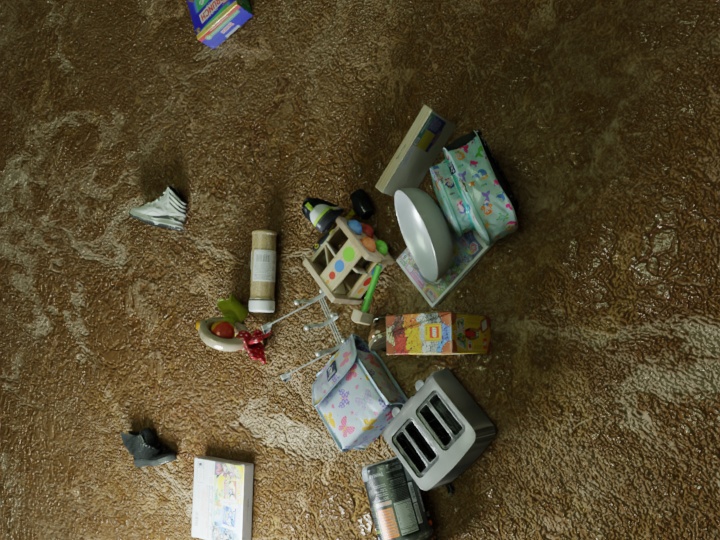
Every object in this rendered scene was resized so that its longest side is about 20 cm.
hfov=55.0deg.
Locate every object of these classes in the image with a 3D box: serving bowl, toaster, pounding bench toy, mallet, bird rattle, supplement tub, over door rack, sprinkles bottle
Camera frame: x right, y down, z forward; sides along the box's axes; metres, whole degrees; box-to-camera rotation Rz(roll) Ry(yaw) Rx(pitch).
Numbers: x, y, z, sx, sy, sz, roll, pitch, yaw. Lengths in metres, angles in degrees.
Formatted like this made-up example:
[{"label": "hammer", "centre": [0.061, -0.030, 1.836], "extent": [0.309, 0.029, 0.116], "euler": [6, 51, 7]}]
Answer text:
[{"label": "serving bowl", "centre": [0.141, -0.083, 1.435], "extent": [0.064, 0.201, 0.204], "euler": [-22, 69, -9]}, {"label": "toaster", "centre": [0.163, 0.334, 1.421], "extent": [0.182, 0.117, 0.201], "euler": [-50, 62, 19]}, {"label": "pounding bench toy", "centre": [0.000, 0.000, 1.557], "extent": [0.157, 0.123, 0.201], "euler": [-48, 63, 19]}, {"label": "mallet", "centre": [-0.051, -0.118, 1.658], "extent": [0.198, 0.041, 0.067], "euler": [-34, 67, 31]}, {"label": "bird rattle", "centre": [-0.326, 0.166, 1.745], "extent": [0.200, 0.160, 0.115], "euler": [48, 128, 36]}, {"label": "supplement tub", "centre": [0.081, 0.501, 1.455], "extent": [0.120, 0.121, 0.206], "euler": [-24, 73, 28]}, {"label": "over door rack", "centre": [-0.139, 0.153, 1.646], "extent": [0.197, 0.066, 0.151], "euler": [-31, 68, 11]}, {"label": "sprinkles bottle", "centre": [-0.246, 0.002, 1.753], "extent": [0.067, 0.068, 0.207], "euler": [-1, 84, 32]}]

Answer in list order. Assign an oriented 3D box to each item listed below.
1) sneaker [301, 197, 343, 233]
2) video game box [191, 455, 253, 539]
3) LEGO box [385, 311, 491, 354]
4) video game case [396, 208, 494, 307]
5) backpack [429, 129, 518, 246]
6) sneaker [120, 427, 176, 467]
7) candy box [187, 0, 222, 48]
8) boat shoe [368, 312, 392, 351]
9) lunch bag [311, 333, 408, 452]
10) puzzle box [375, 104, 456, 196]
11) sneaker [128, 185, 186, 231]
[{"label": "sneaker", "centre": [-0.089, -0.137, 1.556], "extent": [0.083, 0.200, 0.072], "euler": [42, 92, 0]}, {"label": "video game box", "centre": [-0.356, 0.592, 1.781], "extent": [0.178, 0.046, 0.207], "euler": [-1, 85, 35]}, {"label": "LEGO box", "centre": [0.160, 0.130, 1.394], "extent": [0.145, 0.198, 0.080], "euler": [-5, 81, 32]}, {"label": "video game case", "centre": [0.182, -0.042, 1.504], "extent": [0.201, 0.018, 0.144], "euler": [-49, 62, 20]}, {"label": "backpack", "centre": [0.231, -0.150, 1.382], "extent": [0.148, 0.178, 0.203], "euler": [-32, 71, 5]}, {"label": "sneaker", "centre": [-0.595, 0.491, 1.940], "extent": [0.196, 0.059, 0.108], "euler": [-17, 81, 34]}, {"label": "candy box", "centre": [-0.400, -0.757, 1.924], "extent": [0.166, 0.076, 0.205], "euler": [-27, 72, 28]}, {"label": "boat shoe", "centre": [0.048, 0.128, 1.470], "extent": [0.070, 0.200, 0.070], "euler": [-19, 76, 5]}, {"label": "lunch bag", "centre": [-0.017, 0.272, 1.544], "extent": [0.170, 0.126, 0.202], "euler": [-46, 57, 18]}, {"label": "puzzle box", "centre": [0.121, -0.249, 1.498], "extent": [0.025, 0.132, 0.203], "euler": [40, 105, 27]}, {"label": "sneaker", "centre": [-0.576, -0.187, 1.998], "extent": [0.195, 0.075, 0.119], "euler": [12, 83, 25]}]
